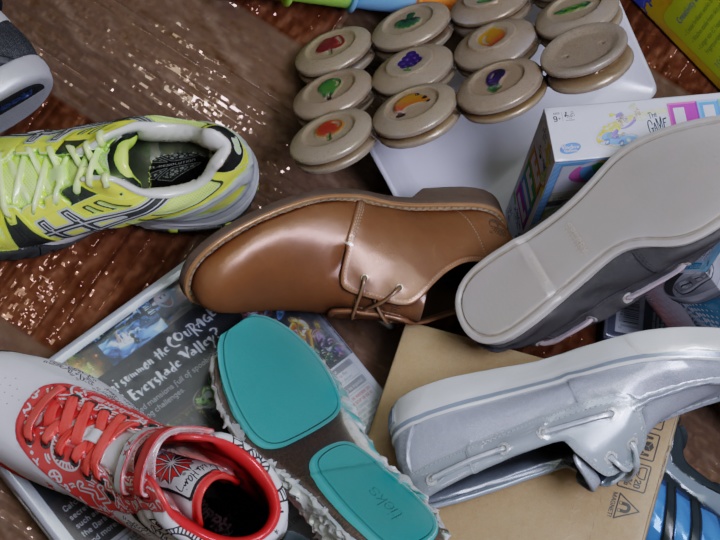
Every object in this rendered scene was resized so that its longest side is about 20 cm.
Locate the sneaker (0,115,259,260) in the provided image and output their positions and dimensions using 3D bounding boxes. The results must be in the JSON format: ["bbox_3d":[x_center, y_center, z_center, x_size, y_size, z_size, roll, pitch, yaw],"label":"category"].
[{"bbox_3d":[-0.157,-0.056,1.081,0.199,0.076,0.076,-11,74,-6],"label":"sneaker"}]

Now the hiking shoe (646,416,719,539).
[{"bbox_3d":[0.172,0.151,1.087,0.086,0.074,0.200,-34,70,-13],"label":"hiking shoe"}]

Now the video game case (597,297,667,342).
[{"bbox_3d":[0.247,-0.005,1.182,0.199,0.019,0.144,12,68,-8],"label":"video game case"}]

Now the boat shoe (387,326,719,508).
[{"bbox_3d":[0.116,0.084,1.020,0.199,0.070,0.072,-14,66,6],"label":"boat shoe"}]

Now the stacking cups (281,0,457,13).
[{"bbox_3d":[0.014,-0.185,1.183,0.199,0.061,0.061,4,69,-14],"label":"stacking cups"}]

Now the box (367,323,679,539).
[{"bbox_3d":[0.071,0.139,1.046,0.162,0.021,0.201,15,69,11],"label":"box"}]

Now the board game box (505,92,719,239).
[{"bbox_3d":[0.192,-0.056,1.105,0.199,0.135,0.034,-5,68,-8],"label":"board game box"}]

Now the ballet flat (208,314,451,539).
[{"bbox_3d":[-0.023,0.108,1.026,0.071,0.072,0.200,-23,48,-19],"label":"ballet flat"}]

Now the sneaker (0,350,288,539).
[{"bbox_3d":[-0.124,0.091,0.997,0.201,0.108,0.067,33,68,2],"label":"sneaker"}]

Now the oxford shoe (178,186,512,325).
[{"bbox_3d":[0.000,0.000,1.068,0.199,0.072,0.071,-8,48,-19],"label":"oxford shoe"}]

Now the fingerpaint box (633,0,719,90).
[{"bbox_3d":[0.251,-0.193,1.154,0.073,0.200,0.167,-40,81,-23],"label":"fingerpaint box"}]

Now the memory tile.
[{"bbox_3d":[0.053,-0.121,1.101,0.199,0.017,0.154,-16,33,12],"label":"memory tile"}]

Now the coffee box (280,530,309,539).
[{"bbox_3d":[-0.078,0.231,0.924,0.044,0.123,0.201,32,102,1],"label":"coffee box"}]

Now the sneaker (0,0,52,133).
[{"bbox_3d":[-0.284,-0.102,1.085,0.199,0.073,0.112,-29,75,-28],"label":"sneaker"}]

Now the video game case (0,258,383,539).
[{"bbox_3d":[-0.086,0.097,1.073,0.200,0.023,0.182,-37,81,-20],"label":"video game case"}]

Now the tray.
[{"bbox_3d":[0.089,-0.097,1.162,0.200,0.022,0.108,-39,118,-22],"label":"tray"}]

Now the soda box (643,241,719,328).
[{"bbox_3d":[0.240,0.048,1.090,0.200,0.068,0.064,48,65,-23],"label":"soda box"}]

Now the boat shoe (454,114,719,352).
[{"bbox_3d":[0.141,-0.019,1.035,0.199,0.057,0.067,-32,67,19],"label":"boat shoe"}]
